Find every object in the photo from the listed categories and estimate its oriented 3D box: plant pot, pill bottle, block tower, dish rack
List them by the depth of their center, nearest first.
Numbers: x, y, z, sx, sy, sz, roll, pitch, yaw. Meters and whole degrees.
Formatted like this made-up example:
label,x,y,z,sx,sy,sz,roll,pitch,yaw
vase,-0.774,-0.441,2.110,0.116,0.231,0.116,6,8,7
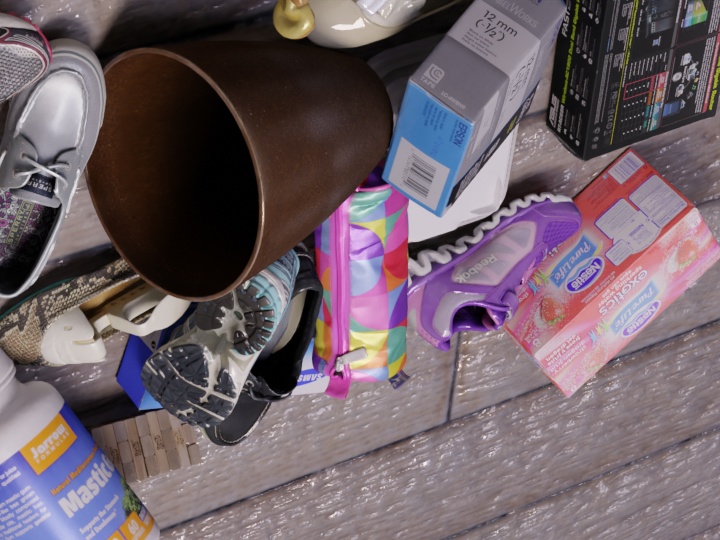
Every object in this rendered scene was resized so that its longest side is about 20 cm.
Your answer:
label,x,y,z,sx,sy,sz,roll,pitch,yaw
plant pot,-0.072,-0.095,1.646,0.199,0.187,0.188,-23,139,-44
pill bottle,-0.253,0.157,1.695,0.112,0.112,0.200,-37,104,-7
block tower,-0.234,0.159,1.803,0.199,0.058,0.054,-14,90,-31
dish rack,0.067,-0.104,1.843,0.171,0.044,0.201,-19,136,-28

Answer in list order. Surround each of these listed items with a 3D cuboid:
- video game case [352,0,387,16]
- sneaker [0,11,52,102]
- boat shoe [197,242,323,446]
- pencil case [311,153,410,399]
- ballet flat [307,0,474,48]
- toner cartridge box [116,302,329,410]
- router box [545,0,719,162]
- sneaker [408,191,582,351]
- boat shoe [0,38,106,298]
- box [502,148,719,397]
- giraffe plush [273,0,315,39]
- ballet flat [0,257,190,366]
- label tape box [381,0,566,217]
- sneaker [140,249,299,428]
label,x,y,z,sx,sy,sz,roll,pitch,yaw
video game case,0.033,-0.254,1.571,0.018,0.200,0.143,42,95,-19
sneaker,-0.299,-0.109,1.501,0.199,0.075,0.081,-27,139,-16
boat shoe,-0.076,0.072,1.794,0.074,0.066,0.200,3,122,-42
pencil case,0.000,0.000,1.796,0.088,0.088,0.201,-17,121,-28
ballet flat,0.046,-0.223,1.693,0.199,0.069,0.070,-24,138,-29
toner cartridge box,-0.100,0.060,1.850,0.199,0.043,0.095,-4,127,-38
router box,0.244,-0.206,1.882,0.149,0.062,0.201,-19,135,-26
sneaker,0.118,0.006,1.940,0.199,0.089,0.081,-29,153,-16
boat shoe,-0.230,-0.067,1.590,0.070,0.072,0.202,13,120,-17
box,0.219,0.003,2.020,0.200,0.103,0.095,-43,141,-1
giraffe plush,-0.047,-0.258,1.510,0.199,0.162,0.173,-34,140,-11
ballet flat,-0.193,0.030,1.719,0.199,0.075,0.068,-29,140,-16
label tape box,0.104,-0.156,1.703,0.200,0.066,0.144,-49,168,-27
sneaker,-0.101,0.050,1.729,0.200,0.078,0.086,-47,-176,46
